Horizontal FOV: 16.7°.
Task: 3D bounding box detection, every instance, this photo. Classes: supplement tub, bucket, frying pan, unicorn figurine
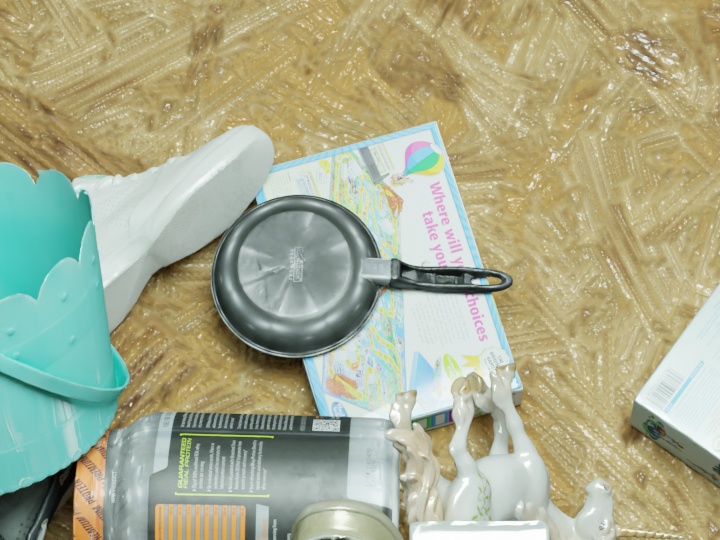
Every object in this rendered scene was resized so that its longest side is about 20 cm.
[{"bbox_3d":[-0.075,0.150,1.531,0.199,0.123,0.123,2,68,2],"label":"supplement tub"},{"bbox_3d":[-0.244,0.038,1.502,0.206,0.135,0.207,-7,30,4],"label":"bucket"},{"bbox_3d":[-0.008,0.014,1.600,0.189,0.031,0.115,22,71,13],"label":"frying pan"},{"bbox_3d":[0.091,0.130,1.535,0.199,0.074,0.138,-13,87,-36],"label":"unicorn figurine"}]

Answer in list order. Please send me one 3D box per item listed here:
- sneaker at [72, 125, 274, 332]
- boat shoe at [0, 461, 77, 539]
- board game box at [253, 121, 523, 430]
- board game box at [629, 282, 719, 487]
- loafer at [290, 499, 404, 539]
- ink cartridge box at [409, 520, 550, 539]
[{"bbox_3d":[-0.151,-0.041,1.625,0.200,0.075,0.089,-41,64,0],"label":"sneaker"},{"bbox_3d":[-0.239,0.168,1.560,0.075,0.060,0.201,21,70,9],"label":"boat shoe"},{"bbox_3d":[0.015,0.011,1.633,0.134,0.034,0.201,-15,69,-4],"label":"board game box"},{"bbox_3d":[0.296,0.093,1.579,0.200,0.064,0.148,35,74,15],"label":"board game box"},{"bbox_3d":[-0.003,0.226,1.462,0.075,0.201,0.068,-5,31,6],"label":"loafer"},{"bbox_3d":[0.073,0.244,1.450,0.082,0.200,0.148,0,67,5],"label":"ink cartridge box"}]
